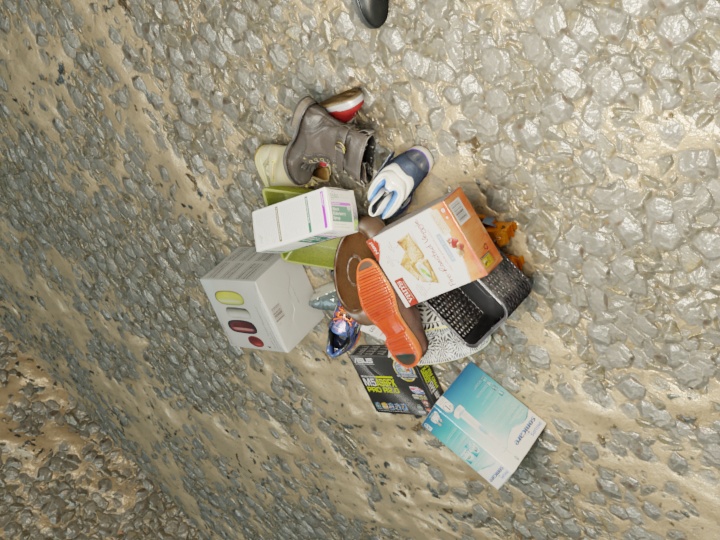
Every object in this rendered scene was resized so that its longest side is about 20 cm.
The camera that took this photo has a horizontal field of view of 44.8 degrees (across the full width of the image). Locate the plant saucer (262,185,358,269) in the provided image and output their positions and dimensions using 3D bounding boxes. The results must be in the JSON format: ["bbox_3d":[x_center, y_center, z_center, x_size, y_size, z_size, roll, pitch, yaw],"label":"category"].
[{"bbox_3d":[-0.079,-0.090,1.728,0.197,0.048,0.202,9,138,20],"label":"plant saucer"}]

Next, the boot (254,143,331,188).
[{"bbox_3d":[-0.118,-0.166,1.759,0.154,0.073,0.203,0,119,42],"label":"boot"}]

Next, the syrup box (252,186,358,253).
[{"bbox_3d":[-0.104,-0.090,1.615,0.198,0.078,0.083,-13,82,39],"label":"syrup box"}]

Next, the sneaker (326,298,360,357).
[{"bbox_3d":[-0.025,0.098,1.773,0.074,0.079,0.203,21,125,14],"label":"sneaker"}]

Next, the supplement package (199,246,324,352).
[{"bbox_3d":[-0.224,0.063,1.994,0.198,0.147,0.194,1,123,42],"label":"supplement package"}]

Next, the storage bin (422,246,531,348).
[{"bbox_3d":[0.177,0.014,1.504,0.200,0.093,0.136,47,139,7],"label":"storage bin"}]

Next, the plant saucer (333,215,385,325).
[{"bbox_3d":[0.000,0.000,1.603,0.199,0.032,0.204,0,90,58],"label":"plant saucer"}]

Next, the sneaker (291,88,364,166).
[{"bbox_3d":[-0.041,-0.258,1.601,0.199,0.071,0.114,-6,114,55],"label":"sneaker"}]

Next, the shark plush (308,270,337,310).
[{"bbox_3d":[-0.008,0.080,1.852,0.198,0.084,0.091,28,159,4],"label":"shark plush"}]

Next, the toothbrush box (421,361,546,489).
[{"bbox_3d":[0.247,0.307,1.743,0.199,0.146,0.086,37,142,12],"label":"toothbrush box"}]

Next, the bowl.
[{"bbox_3d":[0.147,0.103,1.680,0.201,0.198,0.096,-44,47,52],"label":"bowl"}]

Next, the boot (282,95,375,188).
[{"bbox_3d":[-0.051,-0.196,1.545,0.173,0.069,0.202,36,141,23],"label":"boot"}]

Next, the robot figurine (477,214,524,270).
[{"bbox_3d":[0.191,-0.043,1.569,0.198,0.058,0.147,8,127,39],"label":"robot figurine"}]

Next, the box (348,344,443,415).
[{"bbox_3d":[0.083,0.242,1.930,0.198,0.044,0.162,-4,119,46],"label":"box"}]

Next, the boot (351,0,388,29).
[{"bbox_3d":[0.073,-0.458,1.332,0.197,0.066,0.167,5,127,37],"label":"boot"}]

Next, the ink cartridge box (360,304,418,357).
[{"bbox_3d":[0.056,0.049,1.643,0.067,0.202,0.116,23,130,-14],"label":"ink cartridge box"}]

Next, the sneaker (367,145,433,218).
[{"bbox_3d":[0.042,-0.132,1.566,0.081,0.146,0.200,45,142,3],"label":"sneaker"}]

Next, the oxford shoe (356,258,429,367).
[{"bbox_3d":[0.056,0.065,1.514,0.070,0.072,0.202,-18,101,38],"label":"oxford shoe"}]

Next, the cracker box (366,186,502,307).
[{"bbox_3d":[0.116,-0.033,1.414,0.199,0.058,0.135,-26,99,49],"label":"cracker box"}]
